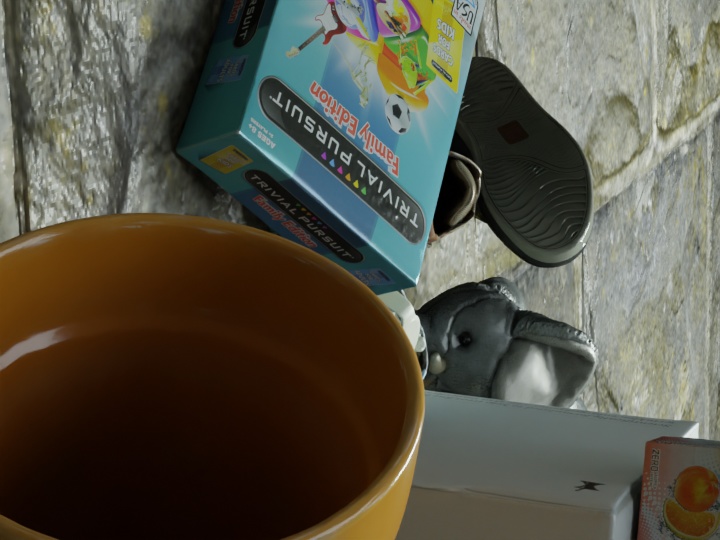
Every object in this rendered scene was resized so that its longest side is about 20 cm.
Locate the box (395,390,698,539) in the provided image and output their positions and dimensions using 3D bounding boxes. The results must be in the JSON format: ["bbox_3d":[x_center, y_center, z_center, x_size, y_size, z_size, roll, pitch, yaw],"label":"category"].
[{"bbox_3d":[0.063,0.150,1.054,0.200,0.198,0.131,-20,114,-66],"label":"box"}]

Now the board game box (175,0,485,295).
[{"bbox_3d":[-0.009,-0.110,1.073,0.151,0.047,0.200,39,52,-37],"label":"board game box"}]

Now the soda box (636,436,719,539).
[{"bbox_3d":[0.169,0.183,0.962,0.064,0.068,0.201,13,82,-67],"label":"soda box"}]

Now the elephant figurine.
[{"bbox_3d":[0.087,0.065,1.302,0.155,0.141,0.200,-48,141,-52],"label":"elephant figurine"}]

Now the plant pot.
[{"bbox_3d":[-0.084,0.108,0.800,0.200,0.200,0.184,-62,164,-50],"label":"plant pot"}]

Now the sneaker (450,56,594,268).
[{"bbox_3d":[0.112,-0.051,1.358,0.200,0.075,0.106,-112,-174,-45],"label":"sneaker"}]

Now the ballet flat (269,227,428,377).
[{"bbox_3d":[0.000,0.000,1.148,0.200,0.074,0.074,68,31,-47],"label":"ballet flat"}]

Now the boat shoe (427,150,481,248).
[{"bbox_3d":[0.041,-0.045,1.257,0.200,0.072,0.076,-16,108,-72],"label":"boat shoe"}]
